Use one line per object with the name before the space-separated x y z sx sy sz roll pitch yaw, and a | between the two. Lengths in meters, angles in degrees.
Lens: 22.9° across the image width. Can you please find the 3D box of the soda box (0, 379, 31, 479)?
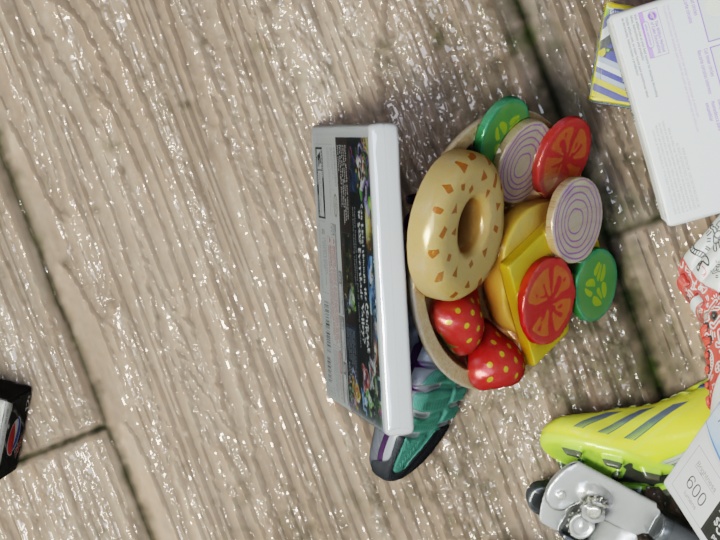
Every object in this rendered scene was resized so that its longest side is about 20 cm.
soda box | -0.353 0.100 1.327 0.198 0.063 0.071 13 97 5

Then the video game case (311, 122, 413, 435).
video game case | 0.000 0.000 1.219 0.023 0.182 0.202 -4 95 -13

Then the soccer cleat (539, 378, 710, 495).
soccer cleat | 0.229 0.115 1.271 0.198 0.065 0.084 3 66 11

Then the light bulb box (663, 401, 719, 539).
light bulb box | 0.319 0.129 1.066 0.124 0.199 0.201 4 128 -33

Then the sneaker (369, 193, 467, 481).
sneaker | 0.037 0.048 1.286 0.087 0.074 0.201 26 98 29

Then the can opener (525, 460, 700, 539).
can opener | 0.215 0.194 1.276 0.199 0.066 0.053 28 100 -5

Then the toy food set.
toy food set | 0.103 -0.017 1.210 0.048 0.198 0.201 10 130 42

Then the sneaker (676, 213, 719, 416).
sneaker | 0.260 0.050 1.229 0.108 0.067 0.203 23 92 45

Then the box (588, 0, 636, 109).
box | 0.261 -0.136 1.232 0.198 0.064 0.071 10 96 6

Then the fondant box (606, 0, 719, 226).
fondant box | 0.277 -0.126 1.171 0.198 0.058 0.145 -16 93 8
